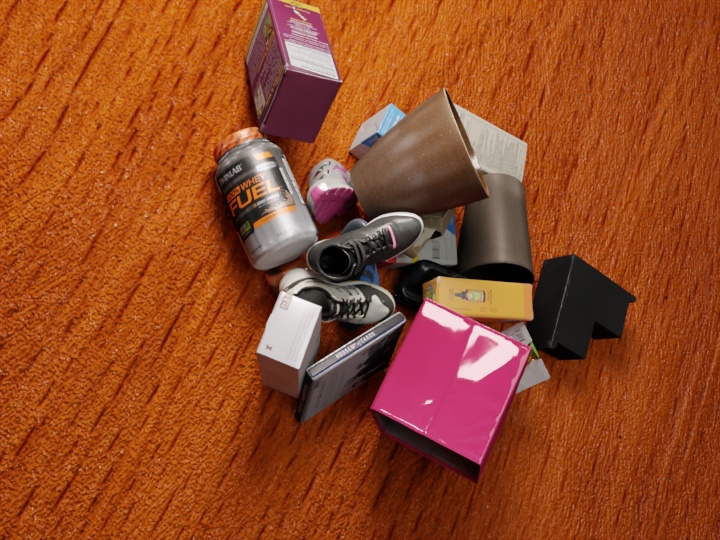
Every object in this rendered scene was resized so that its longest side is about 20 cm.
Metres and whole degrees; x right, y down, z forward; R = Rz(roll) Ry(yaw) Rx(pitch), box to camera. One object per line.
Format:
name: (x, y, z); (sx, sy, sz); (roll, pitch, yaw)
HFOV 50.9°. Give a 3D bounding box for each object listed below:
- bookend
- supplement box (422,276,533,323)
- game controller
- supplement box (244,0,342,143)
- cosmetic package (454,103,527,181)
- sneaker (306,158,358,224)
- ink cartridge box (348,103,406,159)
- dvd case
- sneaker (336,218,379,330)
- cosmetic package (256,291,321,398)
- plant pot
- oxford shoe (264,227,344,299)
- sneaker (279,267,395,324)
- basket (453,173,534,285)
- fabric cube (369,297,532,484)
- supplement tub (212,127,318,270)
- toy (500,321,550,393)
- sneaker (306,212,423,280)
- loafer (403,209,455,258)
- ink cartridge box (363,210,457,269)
bookend: (0.449, 0.106, 1.551); (0.197, 0.091, 0.203); (28, 70, -24)
supplement box: (0.208, 0.054, 1.339); (0.195, 0.068, 0.069); (5, 79, -24)
game controller: (0.160, 0.047, 1.396); (0.196, 0.042, 0.106); (21, 115, -25)
supplement box: (-0.114, -0.332, 1.238); (0.101, 0.132, 0.204); (7, 48, -28)
cosmetic package: (0.222, -0.232, 1.483); (0.196, 0.087, 0.106); (23, 71, -25)
sneaker: (-0.057, -0.139, 1.280); (0.081, 0.200, 0.088); (-44, 85, 13)
ink cartridge box: (0.091, -0.202, 1.385); (0.198, 0.114, 0.069); (34, 67, -19)
dvd case: (-0.017, 0.161, 1.247); (0.197, 0.152, 0.025); (-28, 63, -31)
sneaker: (0.000, 0.000, 1.290); (0.078, 0.065, 0.205); (-35, 135, -51)
cosmetic package: (-0.107, 0.119, 1.164); (0.072, 0.201, 0.104); (20, 70, 2)
plant pot: (0.087, -0.168, 1.247); (0.196, 0.187, 0.191); (-23, 93, 14)
oxford shoe: (-0.071, -0.010, 1.296); (0.198, 0.071, 0.074); (-33, 114, -23)
sneaker: (-0.035, 0.058, 1.211); (0.194, 0.088, 0.078); (10, 109, -13)
basket: (0.255, -0.069, 1.437); (0.134, 0.179, 0.205); (22, 62, -27)
fabric cube: (0.149, 0.202, 1.252); (0.196, 0.197, 0.203); (23, 73, 16)
supplement tub: (-0.156, -0.116, 1.213); (0.120, 0.122, 0.204); (-20, 78, -30)
toy: (0.236, 0.182, 1.395); (0.117, 0.197, 0.047); (61, 19, -6)
sneaker: (0.011, -0.033, 1.173); (0.195, 0.099, 0.073); (-18, 104, -1)
loafer: (0.127, -0.093, 1.337); (0.199, 0.076, 0.068); (-39, 99, -20)
ink cartridge box: (0.078, -0.065, 1.382); (0.195, 0.067, 0.120); (3, 79, -29)
